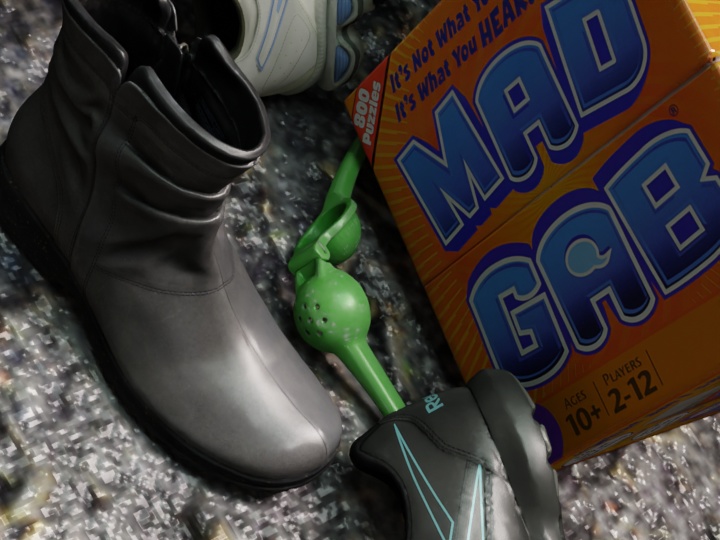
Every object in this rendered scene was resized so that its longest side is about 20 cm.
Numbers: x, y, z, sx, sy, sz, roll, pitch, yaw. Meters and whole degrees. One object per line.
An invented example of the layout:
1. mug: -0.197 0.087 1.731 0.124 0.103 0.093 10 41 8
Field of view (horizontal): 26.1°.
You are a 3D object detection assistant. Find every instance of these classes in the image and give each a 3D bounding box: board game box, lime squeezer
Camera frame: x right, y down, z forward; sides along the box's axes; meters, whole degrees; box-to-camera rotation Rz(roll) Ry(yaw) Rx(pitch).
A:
1. board game box: 0.153 -0.051 0.700 0.199 0.200 0.201 -12 72 -39
2. lime squeezer: 0.000 0.000 0.701 0.070 0.038 0.202 8 55 -26

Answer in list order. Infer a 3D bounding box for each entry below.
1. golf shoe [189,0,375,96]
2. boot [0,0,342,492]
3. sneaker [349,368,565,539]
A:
1. golf shoe: -0.049 -0.170 0.700 0.097 0.202 0.078 -19 28 -28
2. boot: -0.065 -0.012 0.607 0.200 0.132 0.070 45 47 4
3. sneaker: 0.056 0.143 0.629 0.079 0.076 0.202 -15 70 -8
